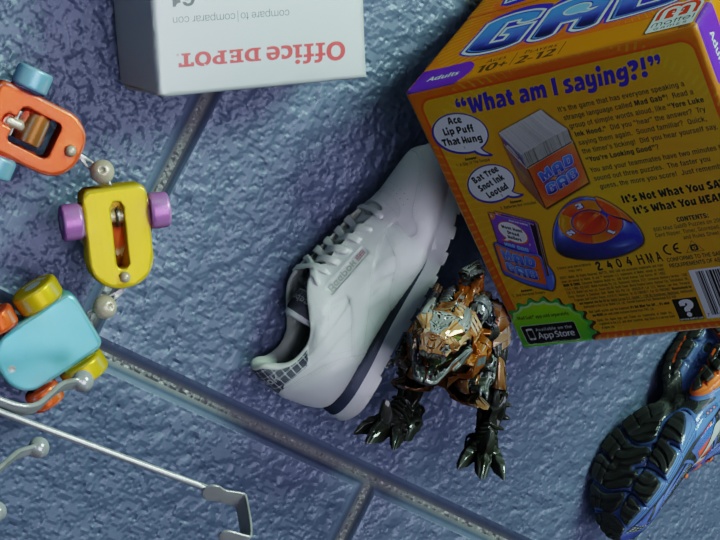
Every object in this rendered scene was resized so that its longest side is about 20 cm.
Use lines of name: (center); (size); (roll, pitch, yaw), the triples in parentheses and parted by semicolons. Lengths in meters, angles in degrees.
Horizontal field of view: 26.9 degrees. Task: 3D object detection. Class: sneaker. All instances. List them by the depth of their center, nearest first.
sneaker: (0.000, 0.000, 1.025); (0.080, 0.076, 0.202); (26, 88, -20)
sneaker: (0.257, 0.132, 1.184); (0.078, 0.075, 0.201); (40, 84, -31)

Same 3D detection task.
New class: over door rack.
over door rack: (-0.180, 0.139, 0.918); (0.199, 0.067, 0.148); (30, 124, -12)

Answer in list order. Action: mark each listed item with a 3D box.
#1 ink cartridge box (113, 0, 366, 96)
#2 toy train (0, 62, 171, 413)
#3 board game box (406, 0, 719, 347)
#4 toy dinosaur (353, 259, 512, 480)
ink cartridge box: (-0.077, -0.213, 0.926); (0.143, 0.085, 0.202); (-9, 107, -25)
toy train: (-0.203, -0.017, 0.928); (0.149, 0.056, 0.202); (20, 92, -23)
board game box: (0.188, -0.096, 0.981); (0.200, 0.199, 0.201); (-52, 124, -44)
toy dinosaur: (0.071, 0.059, 1.011); (0.199, 0.101, 0.137); (-1, 106, -55)
